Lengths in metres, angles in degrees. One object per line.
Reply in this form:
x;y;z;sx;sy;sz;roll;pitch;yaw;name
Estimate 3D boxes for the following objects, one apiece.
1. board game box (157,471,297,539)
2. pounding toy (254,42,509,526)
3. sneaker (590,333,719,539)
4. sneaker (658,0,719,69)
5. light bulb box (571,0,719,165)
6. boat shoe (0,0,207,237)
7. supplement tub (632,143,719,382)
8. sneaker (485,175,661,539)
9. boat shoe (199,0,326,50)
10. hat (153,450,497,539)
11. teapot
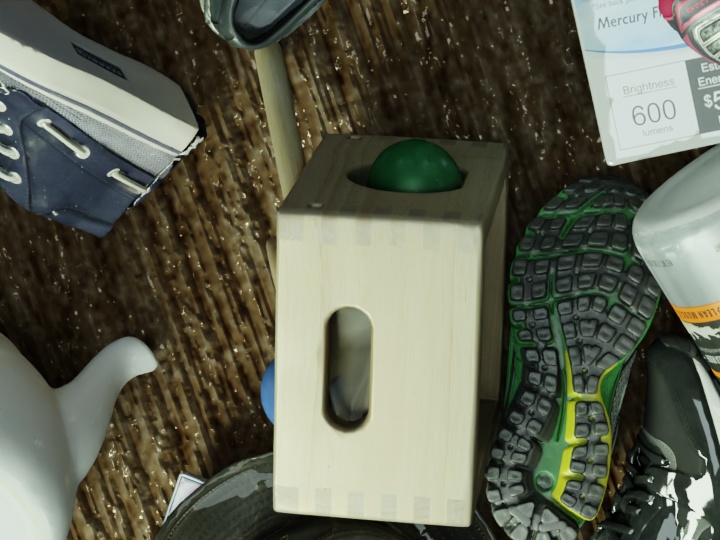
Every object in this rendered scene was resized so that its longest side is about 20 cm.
-0.037;0.235;1.344;0.200;0.041;0.200;20;88;1;board game box
0.000;0.000;1.272;0.142;0.184;0.200;3;107;7;pounding toy
0.157;0.135;1.293;0.087;0.076;0.200;-12;102;-5;sneaker
0.205;-0.177;1.091;0.075;0.081;0.200;30;103;5;sneaker
0.196;-0.173;1.197;0.198;0.125;0.200;-12;98;11;light bulb box
-0.180;-0.085;1.290;0.200;0.075;0.093;29;111;-34;boat shoe
0.235;0.029;1.248;0.122;0.123;0.200;-31;100;13;supplement tub
0.108;0.046;1.305;0.078;0.085;0.200;15;86;6;sneaker
-0.012;-0.193;1.279;0.074;0.066;0.199;41;104;-19;boat shoe
-0.018;0.181;1.285;0.200;0.081;0.201;0;88;0;hat
-0.247;0.087;1.337;0.200;0.146;0.197;31;128;-29;teapot
